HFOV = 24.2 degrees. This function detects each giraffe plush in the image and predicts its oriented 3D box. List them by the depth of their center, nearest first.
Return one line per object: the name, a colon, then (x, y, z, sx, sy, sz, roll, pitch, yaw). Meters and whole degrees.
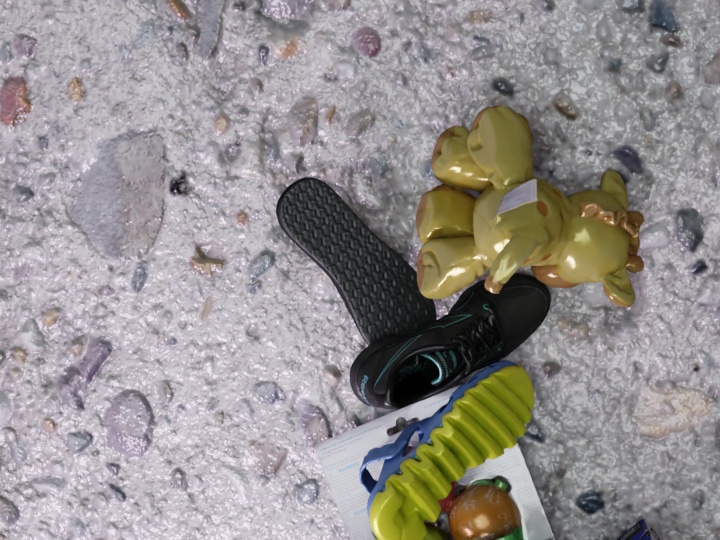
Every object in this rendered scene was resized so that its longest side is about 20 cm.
giraffe plush: (0.160, -0.041, 1.448, 0.161, 0.200, 0.175, 14, 89, -27)

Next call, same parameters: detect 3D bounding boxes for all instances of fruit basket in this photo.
fruit basket: (0.075, 0.221, 1.546, 0.184, 0.094, 0.202, -24, 80, 13)

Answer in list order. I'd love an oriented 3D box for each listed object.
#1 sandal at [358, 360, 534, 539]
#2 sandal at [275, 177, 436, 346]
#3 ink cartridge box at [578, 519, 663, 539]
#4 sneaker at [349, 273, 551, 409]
sandal: (0.069, 0.150, 1.482, 0.200, 0.087, 0.080, -40, 119, -14)
sandal: (0.000, -0.001, 1.520, 0.075, 0.048, 0.201, -38, 99, -6)
ink cartridge box: (0.275, 0.307, 1.487, 0.076, 0.136, 0.200, -40, 92, 7)
sneaker: (0.089, 0.071, 1.483, 0.199, 0.079, 0.076, -30, 105, -9)
